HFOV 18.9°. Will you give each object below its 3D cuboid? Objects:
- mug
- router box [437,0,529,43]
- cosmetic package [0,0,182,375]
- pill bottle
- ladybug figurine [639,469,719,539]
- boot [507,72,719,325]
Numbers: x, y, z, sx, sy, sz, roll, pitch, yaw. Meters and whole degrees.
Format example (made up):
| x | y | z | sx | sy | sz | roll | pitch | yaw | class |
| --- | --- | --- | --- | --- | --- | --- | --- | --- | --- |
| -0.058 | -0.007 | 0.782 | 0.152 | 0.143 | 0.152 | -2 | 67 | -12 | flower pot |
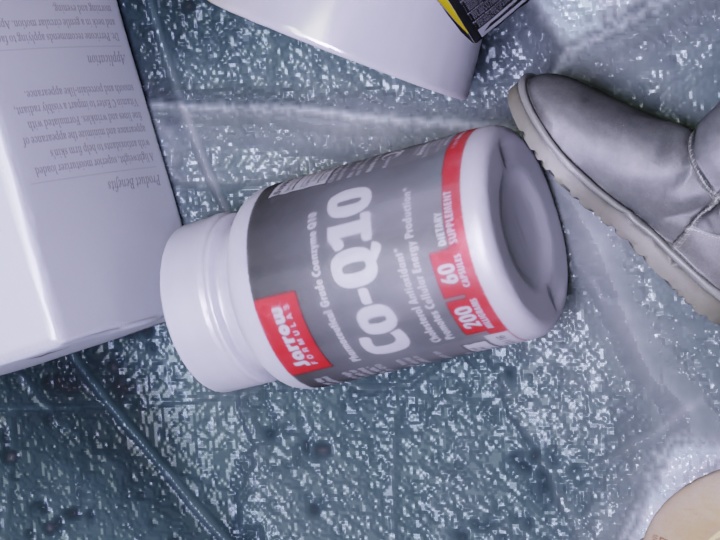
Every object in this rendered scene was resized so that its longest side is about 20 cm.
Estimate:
| x | y | z | sx | sy | sz | roll | pitch | yaw | class |
| --- | --- | --- | --- | --- | --- | --- | --- | --- | --- |
| -0.004 | -0.193 | 1.125 | 0.186 | 0.149 | 0.154 | 23 | 98 | 13 | mug |
| 0.000 | -0.207 | 0.983 | 0.051 | 0.149 | 0.200 | -39 | 79 | 4 | router box |
| -0.217 | -0.042 | 1.225 | 0.164 | 0.165 | 0.201 | -16 | 89 | 26 | cosmetic package |
| 0.000 | 0.000 | 1.160 | 0.199 | 0.114 | 0.115 | -15 | 91 | 25 | pill bottle |
| 0.237 | 0.159 | 1.095 | 0.199 | 0.072 | 0.137 | 14 | 103 | 22 | ladybug figurine |
| 0.197 | -0.094 | 1.081 | 0.182 | 0.073 | 0.200 | 41 | 118 | 0 | boot |
